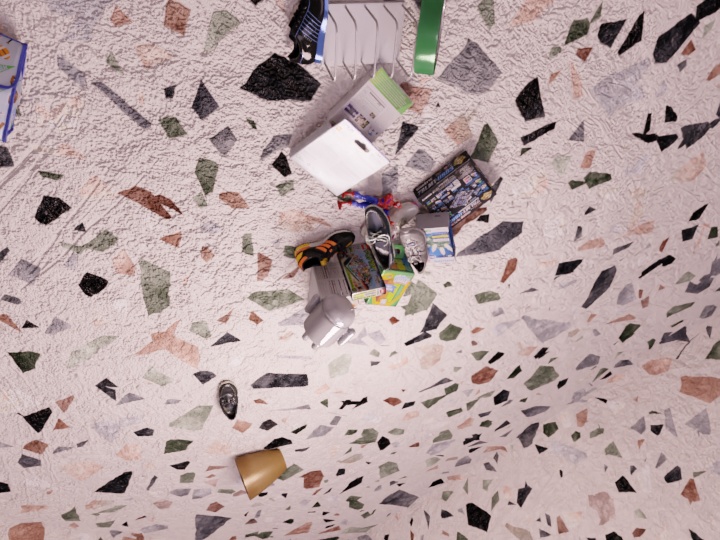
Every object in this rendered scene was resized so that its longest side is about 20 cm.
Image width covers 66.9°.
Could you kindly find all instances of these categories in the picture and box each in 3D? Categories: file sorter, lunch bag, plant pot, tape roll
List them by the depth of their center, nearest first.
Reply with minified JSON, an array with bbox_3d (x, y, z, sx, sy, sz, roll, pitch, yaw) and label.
[{"bbox_3d":[-0.764,-0.380,1.071,0.168,0.124,0.202,14,113,-32],"label":"lunch bag"},{"bbox_3d":[0.157,-0.543,1.211,0.047,0.202,0.203,10,135,7],"label":"tape roll"},{"bbox_3d":[0.017,-0.516,1.237,0.196,0.126,0.140,-8,135,-13],"label":"file sorter"},{"bbox_3d":[-0.433,0.882,2.419,0.197,0.187,0.189,-20,139,-20],"label":"plant pot"}]

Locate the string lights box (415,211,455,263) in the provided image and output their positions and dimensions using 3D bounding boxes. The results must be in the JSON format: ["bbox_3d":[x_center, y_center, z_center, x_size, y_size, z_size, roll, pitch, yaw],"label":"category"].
[{"bbox_3d":[0.243,-0.102,1.738,0.101,0.060,0.201,-3,148,17],"label":"string lights box"}]

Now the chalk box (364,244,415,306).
[{"bbox_3d":[0.089,0.002,1.776,0.123,0.125,0.202,6,131,-26],"label":"chalk box"}]

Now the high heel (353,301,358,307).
[{"bbox_3d":[-0.040,0.061,1.854,0.066,0.098,0.201,-2,155,-2],"label":"high heel"}]

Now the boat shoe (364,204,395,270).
[{"bbox_3d":[0.054,-0.093,1.593,0.073,0.062,0.203,-5,124,14],"label":"boat shoe"}]

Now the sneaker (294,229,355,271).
[{"bbox_3d":[-0.102,-0.053,1.671,0.197,0.091,0.071,-19,137,-2],"label":"sneaker"}]

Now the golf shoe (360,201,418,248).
[{"bbox_3d":[0.099,-0.134,1.672,0.198,0.092,0.075,-32,135,9],"label":"golf shoe"}]

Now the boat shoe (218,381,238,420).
[{"bbox_3d":[-0.501,0.503,2.080,0.073,0.067,0.202,-4,134,-17],"label":"boat shoe"}]

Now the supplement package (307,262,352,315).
[{"bbox_3d":[-0.103,0.101,1.775,0.109,0.157,0.202,-4,135,-16],"label":"supplement package"}]

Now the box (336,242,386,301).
[{"bbox_3d":[0.000,0.000,1.684,0.108,0.202,0.035,-11,137,-11],"label":"box"}]

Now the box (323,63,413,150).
[{"bbox_3d":[0.021,-0.413,1.406,0.199,0.037,0.144,-39,134,19],"label":"box"}]

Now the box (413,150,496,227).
[{"bbox_3d":[0.292,-0.238,1.673,0.199,0.050,0.198,-37,137,18],"label":"box"}]

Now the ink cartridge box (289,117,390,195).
[{"bbox_3d":[-0.053,-0.304,1.445,0.198,0.044,0.195,-27,138,28],"label":"ink cartridge box"}]

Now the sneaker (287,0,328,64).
[{"bbox_3d":[-0.117,-0.548,1.192,0.076,0.071,0.202,-9,136,-19],"label":"sneaker"}]

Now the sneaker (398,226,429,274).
[{"bbox_3d":[0.172,-0.062,1.676,0.073,0.083,0.200,-8,148,23],"label":"sneaker"}]

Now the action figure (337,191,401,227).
[{"bbox_3d":[0.040,-0.183,1.599,0.196,0.100,0.066,-1,135,-24],"label":"action figure"}]

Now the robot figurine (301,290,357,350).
[{"bbox_3d":[-0.093,0.148,1.628,0.169,0.113,0.200,42,116,-5],"label":"robot figurine"}]
